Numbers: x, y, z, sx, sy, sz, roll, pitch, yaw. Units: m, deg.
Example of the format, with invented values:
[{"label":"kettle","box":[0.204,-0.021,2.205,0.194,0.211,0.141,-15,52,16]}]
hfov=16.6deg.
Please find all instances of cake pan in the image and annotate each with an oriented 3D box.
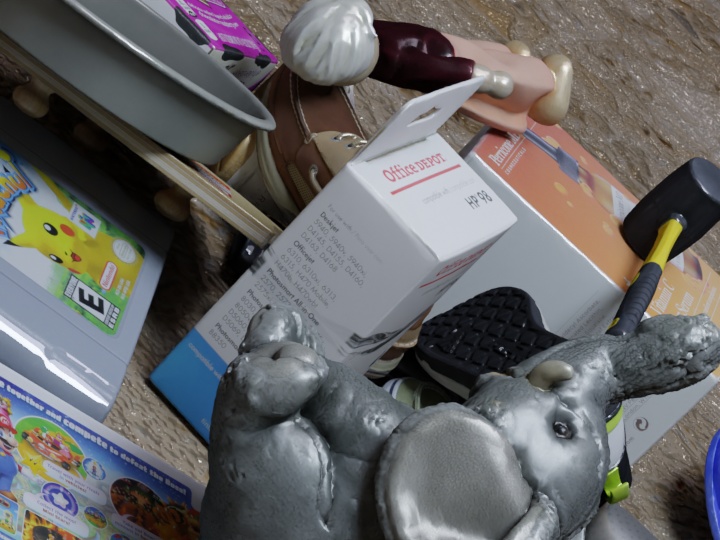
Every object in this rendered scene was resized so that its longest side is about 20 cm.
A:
[{"label":"cake pan","box":[-0.132,-0.119,1.242,0.200,0.037,0.200,37,7,-5]}]

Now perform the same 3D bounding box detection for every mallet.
[{"label":"mallet","box":[0.173,-0.008,1.406,0.041,0.066,0.200,43,24,-5]}]

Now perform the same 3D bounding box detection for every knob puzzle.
[{"label":"knob puzzle","box":[-0.127,-0.068,1.295,0.220,0.030,0.220,37,2,-1]}]

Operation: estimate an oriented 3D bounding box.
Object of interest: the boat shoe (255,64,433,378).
[{"label":"boat shoe","box":[0.000,-0.039,1.351,0.076,0.072,0.200,10,50,-41]}]

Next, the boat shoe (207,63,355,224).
[{"label":"boat shoe","box":[-0.034,-0.084,1.476,0.069,0.071,0.200,40,33,-8]}]

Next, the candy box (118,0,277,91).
[{"label":"candy box","box":[-0.148,-0.174,1.418,0.200,0.061,0.136,46,11,8]}]

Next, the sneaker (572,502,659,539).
[{"label":"sneaker","box":[0.191,0.182,1.254,0.200,0.082,0.077,48,26,10]}]

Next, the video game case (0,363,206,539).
[{"label":"video game case","box":[-0.122,0.130,1.034,0.143,0.018,0.200,33,29,-22]}]

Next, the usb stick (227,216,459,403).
[{"label":"usb stick","box":[0.011,0.041,1.381,0.200,0.033,0.055,37,33,-15]}]

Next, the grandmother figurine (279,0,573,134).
[{"label":"grandmother figurine","box":[0.036,-0.117,1.408,0.200,0.061,0.121,6,4,-44]}]

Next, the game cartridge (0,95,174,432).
[{"label":"game cartridge","box":[-0.162,-0.010,1.192,0.133,0.040,0.200,34,25,-12]}]

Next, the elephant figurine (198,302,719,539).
[{"label":"elephant figurine","box":[0.039,0.091,1.045,0.200,0.155,0.142,12,22,9]}]

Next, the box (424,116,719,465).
[{"label":"box","box":[0.122,0.009,1.512,0.200,0.106,0.152,43,24,-2]}]

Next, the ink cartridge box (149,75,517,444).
[{"label":"ink cartridge box","box":[0.000,0.000,1.221,0.067,0.200,0.116,48,24,7]}]

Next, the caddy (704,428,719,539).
[{"label":"caddy","box":[0.283,0.156,1.531,0.200,0.105,0.142,5,68,-54]}]

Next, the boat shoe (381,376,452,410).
[{"label":"boat shoe","box":[0.059,0.122,1.282,0.072,0.062,0.200,24,29,-36]}]

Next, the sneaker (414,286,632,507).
[{"label":"sneaker","box":[0.087,0.074,1.309,0.083,0.072,0.200,68,-9,-22]}]
